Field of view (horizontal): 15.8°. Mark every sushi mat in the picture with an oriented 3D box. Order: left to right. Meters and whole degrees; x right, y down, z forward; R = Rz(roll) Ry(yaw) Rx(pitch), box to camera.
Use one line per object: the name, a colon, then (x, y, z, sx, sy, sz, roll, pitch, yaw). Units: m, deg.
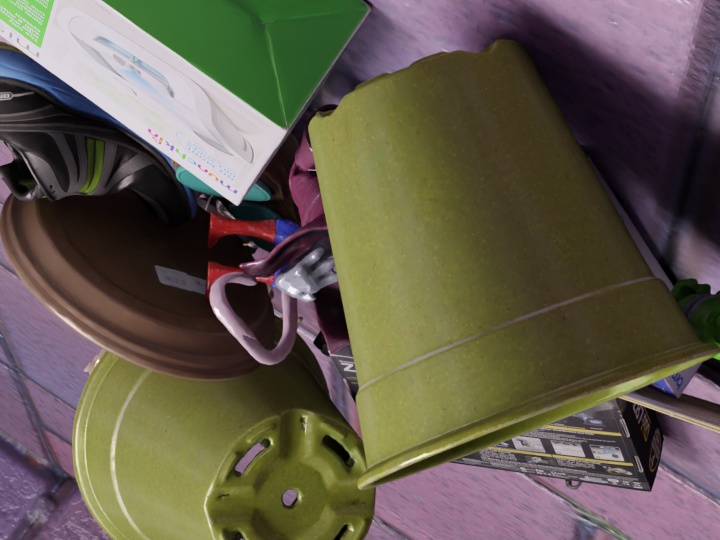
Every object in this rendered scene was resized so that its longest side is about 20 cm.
sushi mat: (0.157, 0.070, 1.586, 0.199, 0.012, 0.096, 19, -173, 11)

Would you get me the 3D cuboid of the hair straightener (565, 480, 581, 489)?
hair straightener: (0.082, 0.105, 1.945, 0.199, 0.041, 0.077, 32, 165, 15)

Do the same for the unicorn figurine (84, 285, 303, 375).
unicorn figurine: (-0.144, 0.045, 2.070, 0.074, 0.138, 0.200, 44, 163, -32)

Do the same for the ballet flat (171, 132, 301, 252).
ballet flat: (-0.069, -0.070, 1.680, 0.067, 0.073, 0.200, 5, 165, 21)

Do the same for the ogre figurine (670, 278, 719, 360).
ogre figurine: (0.252, 0.062, 1.365, 0.200, 0.098, 0.120, 49, -176, 7)

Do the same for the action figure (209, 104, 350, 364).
action figure: (-0.009, -0.023, 1.559, 0.134, 0.148, 0.200, 55, -171, -31)

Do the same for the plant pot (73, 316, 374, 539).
plant pot: (-0.079, 0.137, 1.805, 0.200, 0.200, 0.190, 42, 174, -24)

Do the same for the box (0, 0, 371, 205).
box: (-0.112, -0.151, 1.501, 0.199, 0.097, 0.176, 35, 163, -3)

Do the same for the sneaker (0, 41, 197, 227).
sneaker: (-0.186, -0.077, 1.653, 0.199, 0.083, 0.071, 29, -177, -40)

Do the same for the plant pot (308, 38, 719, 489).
plant pot: (0.059, -0.010, 1.340, 0.200, 0.199, 0.191, 135, 114, -75)

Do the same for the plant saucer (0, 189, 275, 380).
plant saucer: (-0.139, -0.005, 1.687, 0.199, 0.030, 0.200, 26, -153, -14)

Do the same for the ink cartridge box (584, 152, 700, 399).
ink cartridge box: (0.126, -0.006, 1.510, 0.094, 0.044, 0.200, 23, 161, 41)

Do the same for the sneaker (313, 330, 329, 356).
sneaker: (0.029, 0.041, 1.812, 0.083, 0.072, 0.200, 36, 165, -8)

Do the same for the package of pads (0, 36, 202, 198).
package of pads: (-0.193, -0.110, 1.831, 0.200, 0.076, 0.120, 37, 162, -5)

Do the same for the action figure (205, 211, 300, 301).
action figure: (0.000, 0.000, 1.671, 0.198, 0.066, 0.052, 4, 144, -5)

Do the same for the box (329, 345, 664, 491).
box: (0.093, 0.086, 1.738, 0.199, 0.049, 0.161, 7, 156, 20)

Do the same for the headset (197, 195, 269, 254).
headset: (-0.114, 0.003, 1.933, 0.094, 0.124, 0.200, 34, 145, 1)
